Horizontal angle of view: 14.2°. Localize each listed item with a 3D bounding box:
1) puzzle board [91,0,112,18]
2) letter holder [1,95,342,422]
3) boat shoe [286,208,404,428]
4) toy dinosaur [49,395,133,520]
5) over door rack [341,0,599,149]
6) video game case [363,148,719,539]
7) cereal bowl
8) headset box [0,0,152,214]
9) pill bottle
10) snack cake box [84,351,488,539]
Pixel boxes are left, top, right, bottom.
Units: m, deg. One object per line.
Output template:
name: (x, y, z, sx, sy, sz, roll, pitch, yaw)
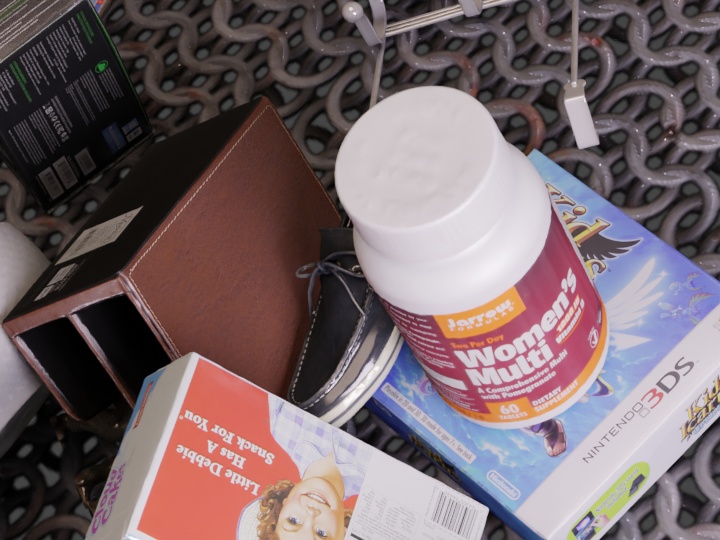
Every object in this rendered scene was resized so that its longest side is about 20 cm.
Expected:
puzzle board: (-0.237, -0.196, 1.985, 0.150, 0.017, 0.201, 16, 65, 29)
letter holder: (-0.094, 0.018, 1.705, 0.100, 0.142, 0.200, -21, 22, 36)
boat shoe: (0.000, 0.000, 1.661, 0.074, 0.062, 0.201, 8, 70, 58)
toy dinosaur: (-0.121, 0.110, 1.716, 0.102, 0.077, 0.200, -21, 46, -8)
over door rack: (0.066, -0.140, 1.771, 0.147, 0.067, 0.201, -15, 39, 13)
video game case: (0.109, 0.047, 1.670, 0.181, 0.046, 0.200, -44, 53, -11)
cereal bowl: (-0.241, 0.073, 1.718, 0.083, 0.200, 0.200, 38, 75, 3)
headset box: (-0.242, -0.166, 1.848, 0.093, 0.174, 0.200, -38, 62, -9)
pill bottle: (0.060, -0.006, 1.570, 0.109, 0.200, 0.110, -11, 55, 16)
snack cake box: (-0.040, 0.143, 1.575, 0.067, 0.199, 0.115, -28, 37, 58)
